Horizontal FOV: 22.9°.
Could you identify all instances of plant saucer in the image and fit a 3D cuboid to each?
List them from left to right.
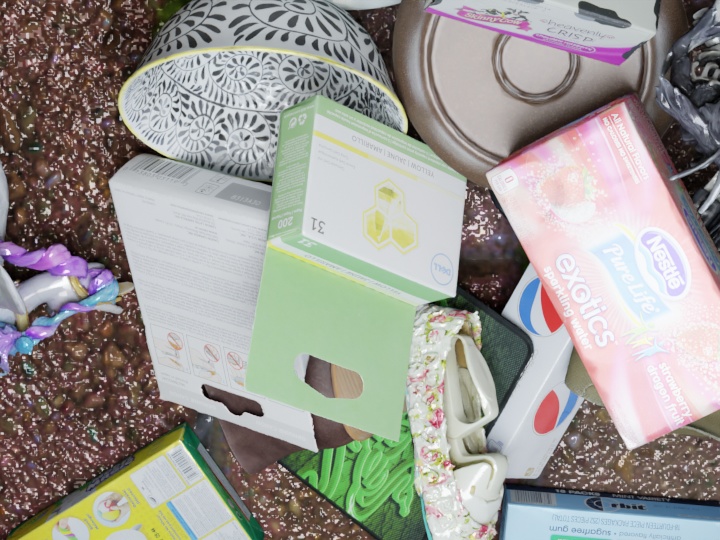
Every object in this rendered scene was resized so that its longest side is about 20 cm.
[{"bbox_3d":[0.118,-0.142,1.181,0.200,0.032,0.201,3,107,10],"label":"plant saucer"}]

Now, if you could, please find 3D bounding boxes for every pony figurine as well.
[{"bbox_3d":[-0.287,0.001,1.300,0.200,0.167,0.193,-22,135,4],"label":"pony figurine"}]

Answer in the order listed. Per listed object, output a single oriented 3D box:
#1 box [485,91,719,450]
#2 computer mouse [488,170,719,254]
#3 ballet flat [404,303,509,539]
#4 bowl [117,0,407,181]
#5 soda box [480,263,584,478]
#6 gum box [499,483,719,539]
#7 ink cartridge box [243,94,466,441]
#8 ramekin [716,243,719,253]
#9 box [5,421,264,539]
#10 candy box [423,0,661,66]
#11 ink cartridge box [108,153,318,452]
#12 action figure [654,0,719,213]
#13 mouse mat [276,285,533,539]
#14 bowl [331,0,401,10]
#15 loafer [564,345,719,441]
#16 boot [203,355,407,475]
[{"bbox_3d":[0.174,-0.002,1.134,0.103,0.095,0.200,-26,93,16],"label":"box"},{"bbox_3d":[0.157,-0.050,1.240,0.139,0.200,0.053,-52,141,5],"label":"computer mouse"},{"bbox_3d":[0.070,0.119,1.259,0.064,0.076,0.200,-13,86,35],"label":"ballet flat"},{"bbox_3d":[-0.064,-0.146,1.244,0.200,0.201,0.094,4,68,1],"label":"bowl"},{"bbox_3d":[0.140,0.056,1.312,0.064,0.068,0.200,39,108,35],"label":"soda box"},{"bbox_3d":[0.188,0.274,1.390,0.170,0.045,0.200,5,106,1],"label":"gum box"},{"bbox_3d":[0.000,0.000,1.202,0.145,0.048,0.200,22,64,-37],"label":"ink cartridge box"},{"bbox_3d":[0.320,0.022,1.244,0.098,0.200,0.200,-32,101,18],"label":"ramekin"},{"bbox_3d":[-0.188,0.220,1.392,0.200,0.048,0.117,-32,102,8],"label":"box"},{"bbox_3d":[0.125,-0.243,1.112,0.136,0.061,0.200,15,72,-12],"label":"candy box"},{"bbox_3d":[-0.095,0.023,1.298,0.161,0.050,0.200,16,132,34],"label":"ink cartridge box"},{"bbox_3d":[0.250,-0.134,1.124,0.119,0.200,0.102,36,144,-28],"label":"action figure"},{"bbox_3d":[0.024,0.095,1.331,0.161,0.008,0.200,35,107,24],"label":"mouse mat"},{"bbox_3d":[-0.014,-0.279,1.209,0.201,0.090,0.201,5,145,4],"label":"bowl"},{"bbox_3d":[0.219,0.086,1.300,0.200,0.076,0.067,30,110,-33],"label":"loafer"},{"bbox_3d":[-0.060,0.043,1.320,0.166,0.072,0.200,-22,92,28],"label":"boot"}]
